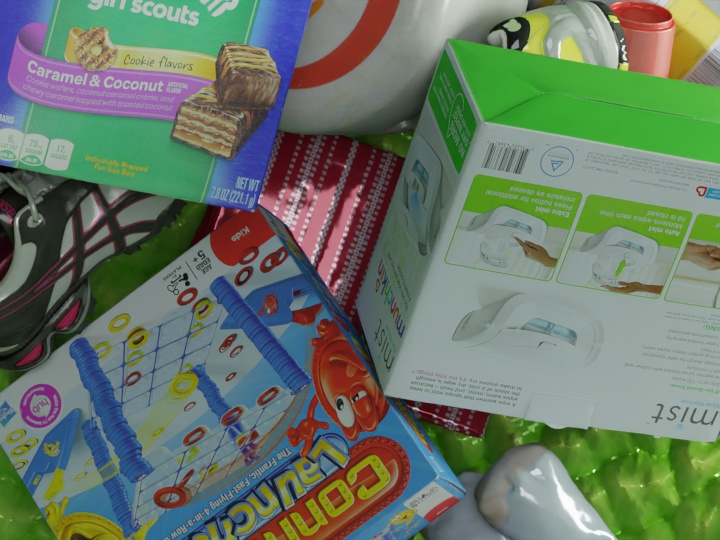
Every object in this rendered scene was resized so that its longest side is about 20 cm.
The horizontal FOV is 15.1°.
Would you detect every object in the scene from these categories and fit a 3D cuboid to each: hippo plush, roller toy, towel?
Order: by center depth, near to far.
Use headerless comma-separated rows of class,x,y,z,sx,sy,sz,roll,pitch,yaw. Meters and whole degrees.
hippo plush,0.082,0.214,1.482,0.200,0.159,0.161,40,46,9
roller toy,-0.006,-0.168,1.522,0.200,0.140,0.183,16,100,28
towel,0.000,0.000,1.587,0.200,0.022,0.145,20,81,-6

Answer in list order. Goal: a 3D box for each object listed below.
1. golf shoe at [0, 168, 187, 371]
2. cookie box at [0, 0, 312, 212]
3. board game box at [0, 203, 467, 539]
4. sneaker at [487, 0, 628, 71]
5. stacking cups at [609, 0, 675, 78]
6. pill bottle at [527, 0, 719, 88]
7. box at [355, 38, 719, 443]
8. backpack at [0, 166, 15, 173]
golf shoe,-0.157,-0.037,1.479,0.077,0.088,0.200,34,90,32
cookie box,-0.114,-0.146,1.401,0.171,0.075,0.201,10,102,-25
board game box,-0.078,0.100,1.496,0.200,0.056,0.196,-37,67,5
sneaker,0.080,-0.066,1.520,0.076,0.075,0.200,0,125,-28
stacking cups,0.144,-0.055,1.546,0.060,0.061,0.201,4,112,-6
pill bottle,0.160,-0.169,1.576,0.200,0.112,0.112,41,82,-1
box,0.121,-0.011,1.458,0.199,0.097,0.177,8,122,-17
backpack,-0.232,-0.126,1.496,0.153,0.176,0.200,21,88,19
